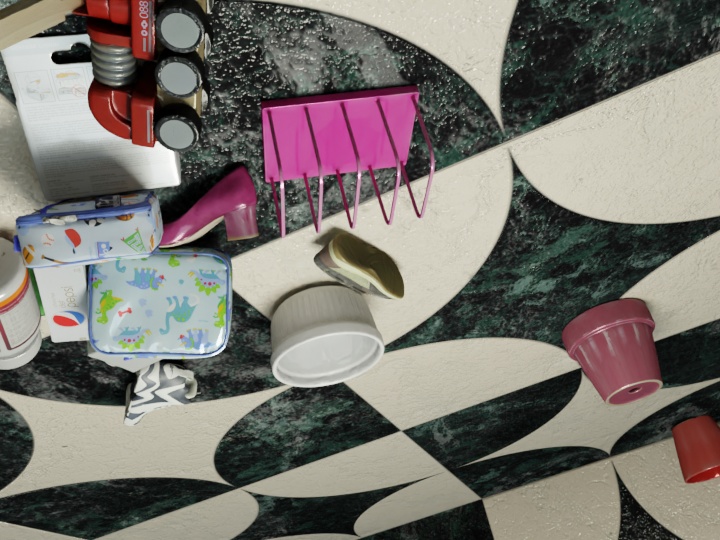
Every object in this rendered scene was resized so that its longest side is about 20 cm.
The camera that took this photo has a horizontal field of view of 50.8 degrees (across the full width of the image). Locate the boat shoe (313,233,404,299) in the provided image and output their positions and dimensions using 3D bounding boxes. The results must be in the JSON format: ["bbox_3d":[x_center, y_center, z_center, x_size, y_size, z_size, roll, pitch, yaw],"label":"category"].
[{"bbox_3d":[0.000,0.001,1.238,0.066,0.072,0.200,-20,150,29],"label":"boat shoe"}]

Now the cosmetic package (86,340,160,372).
[{"bbox_3d":[-0.325,0.082,1.209,0.199,0.082,0.113,-22,151,15],"label":"cosmetic package"}]

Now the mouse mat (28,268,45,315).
[{"bbox_3d":[-0.479,0.024,1.127,0.198,0.008,0.161,-10,148,-6],"label":"mouse mat"}]

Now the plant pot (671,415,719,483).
[{"bbox_3d":[1.159,0.601,2.564,0.198,0.179,0.201,-10,148,-6],"label":"plant pot"}]

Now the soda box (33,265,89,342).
[{"bbox_3d":[-0.419,0.024,1.080,0.063,0.069,0.201,-3,147,-15],"label":"soda box"}]

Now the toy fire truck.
[{"bbox_3d":[-0.251,-0.210,0.743,0.198,0.129,0.177,8,134,-8],"label":"toy fire truck"}]

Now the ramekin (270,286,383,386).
[{"bbox_3d":[-0.066,0.113,1.334,0.198,0.106,0.201,-11,149,-7],"label":"ramekin"}]

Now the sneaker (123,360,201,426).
[{"bbox_3d":[-0.373,0.238,1.439,0.129,0.080,0.200,11,131,-22],"label":"sneaker"}]

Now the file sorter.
[{"bbox_3d":[-0.017,-0.130,0.961,0.198,0.126,0.139,-8,148,-10],"label":"file sorter"}]

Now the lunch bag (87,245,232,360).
[{"bbox_3d":[-0.282,0.045,1.075,0.198,0.162,0.082,1,-172,-8],"label":"lunch bag"}]

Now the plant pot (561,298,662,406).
[{"bbox_3d":[0.564,0.189,1.661,0.198,0.180,0.201,-10,149,-6],"label":"plant pot"}]

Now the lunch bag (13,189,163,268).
[{"bbox_3d":[-0.324,-0.052,0.913,0.159,0.076,0.200,-6,-171,-8],"label":"lunch bag"}]

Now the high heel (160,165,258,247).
[{"bbox_3d":[-0.233,-0.086,1.039,0.198,0.097,0.067,-5,-170,11],"label":"high heel"}]

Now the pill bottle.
[{"bbox_3d":[-0.505,0.051,1.048,0.109,0.110,0.201,-5,147,-16],"label":"pill bottle"}]

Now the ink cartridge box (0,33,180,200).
[{"bbox_3d":[-0.298,-0.180,0.863,0.161,0.057,0.201,-8,128,-10],"label":"ink cartridge box"}]
